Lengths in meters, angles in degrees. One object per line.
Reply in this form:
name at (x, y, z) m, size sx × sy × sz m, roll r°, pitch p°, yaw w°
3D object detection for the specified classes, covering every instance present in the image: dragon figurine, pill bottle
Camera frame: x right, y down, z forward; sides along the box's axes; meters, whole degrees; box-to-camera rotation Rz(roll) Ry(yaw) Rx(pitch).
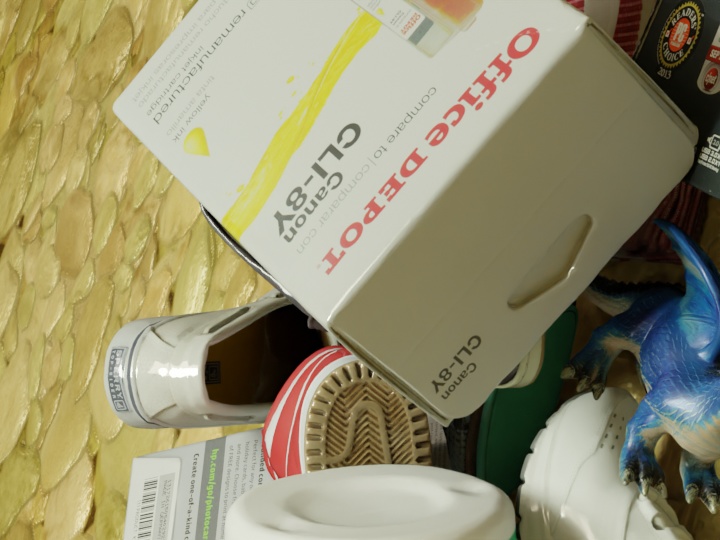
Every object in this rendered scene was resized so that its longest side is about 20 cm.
dragon figurine at (0.127, 0.019, 0.807) m, size 0.100 × 0.059 × 0.200 m, roll -58°, pitch 29°, yaw 27°
pill bottle at (0.007, 0.184, 0.836) m, size 0.113 × 0.113 × 0.201 m, roll -161°, pitch 67°, yaw -65°

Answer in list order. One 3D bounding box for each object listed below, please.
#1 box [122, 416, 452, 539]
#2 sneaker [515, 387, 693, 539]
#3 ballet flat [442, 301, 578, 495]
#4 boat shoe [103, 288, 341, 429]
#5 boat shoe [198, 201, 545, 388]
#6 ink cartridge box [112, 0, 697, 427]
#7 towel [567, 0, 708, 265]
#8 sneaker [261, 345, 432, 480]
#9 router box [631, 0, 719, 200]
box at (-0.030, 0.148, 1.026) m, size 0.199 × 0.041 × 0.156 m, roll -16°, pitch 57°, yaw 33°
sneaker at (0.113, 0.132, 0.823) m, size 0.087 × 0.074 × 0.201 m, roll -30°, pitch 51°, yaw 35°
ballet flat at (0.062, 0.004, 0.945) m, size 0.074 × 0.074 × 0.201 m, roll -121°, pitch 41°, yaw -58°
boat shoe at (-0.032, 0.040, 1.050) m, size 0.070 × 0.200 × 0.071 m, roll -2°, pitch 91°, yaw 37°
boat shoe at (0.000, 0.000, 0.920) m, size 0.200 × 0.065 × 0.072 m, roll 36°, pitch 129°, yaw 47°
ink cartridge box at (0.011, -0.058, 0.835) m, size 0.145 × 0.083 × 0.200 m, roll -49°, pitch 40°, yaw 2°
towel at (0.107, -0.076, 1.003) m, size 0.200 × 0.023 × 0.145 m, roll 3°, pitch 76°, yaw 64°
sneaker at (-0.006, 0.129, 0.941) m, size 0.112 × 0.071 × 0.201 m, roll -140°, pitch 53°, yaw -79°
router box at (0.179, -0.083, 0.766) m, size 0.150 × 0.062 × 0.200 m, roll -67°, pitch 25°, yaw 7°
